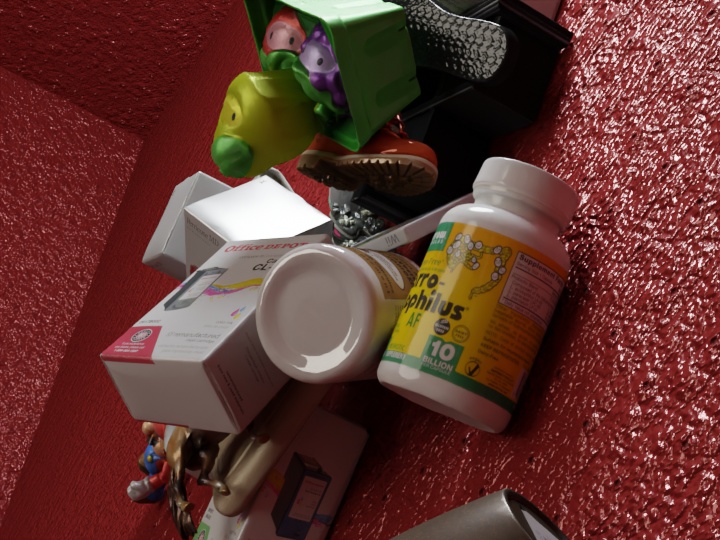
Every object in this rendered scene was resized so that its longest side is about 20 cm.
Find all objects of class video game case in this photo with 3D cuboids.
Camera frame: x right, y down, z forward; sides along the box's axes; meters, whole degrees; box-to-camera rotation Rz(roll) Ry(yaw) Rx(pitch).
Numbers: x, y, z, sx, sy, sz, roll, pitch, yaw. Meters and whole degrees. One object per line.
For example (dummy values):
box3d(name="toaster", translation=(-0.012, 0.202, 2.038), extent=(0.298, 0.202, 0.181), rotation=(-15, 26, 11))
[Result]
box3d(name="video game case", translation=(0.034, -0.033, 1.134), extent=(0.143, 0.018, 0.200), rotation=(-26, 2, -37))

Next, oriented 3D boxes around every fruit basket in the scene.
box3d(name="fruit basket", translation=(-0.068, -0.186, 1.116), extent=(0.216, 0.215, 0.156), rotation=(-98, -5, -59))

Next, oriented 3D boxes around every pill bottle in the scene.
box3d(name="pill bottle", translation=(0.100, 0.017, 0.914), extent=(0.200, 0.113, 0.113), rotation=(-66, 19, -9))
box3d(name="pill bottle", translation=(0.005, 0.038, 1.003), extent=(0.114, 0.114, 0.200), rotation=(-59, -23, 12))

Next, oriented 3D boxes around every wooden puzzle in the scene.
box3d(name="wooden puzzle", translation=(-0.092, 0.127, 1.149), extent=(0.185, 0.037, 0.200), rotation=(-55, 23, 12))

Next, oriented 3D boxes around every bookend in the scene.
box3d(name="bookend", translation=(0.099, -0.153, 1.174), extent=(0.199, 0.092, 0.200), rotation=(-10, 56, 66))

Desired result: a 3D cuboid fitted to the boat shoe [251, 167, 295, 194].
box3d(name="boat shoe", translation=(-0.077, -0.042, 1.388), extent=(0.202, 0.074, 0.086), rotation=(65, 153, 22))

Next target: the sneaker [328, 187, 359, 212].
box3d(name="sneaker", translation=(0.025, -0.126, 1.338), extent=(0.200, 0.078, 0.140), rotation=(-57, 13, 19))

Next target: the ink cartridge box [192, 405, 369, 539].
box3d(name="ink cartridge box", translation=(-0.087, 0.230, 1.165), extent=(0.200, 0.087, 0.145), rotation=(-64, 19, -12))

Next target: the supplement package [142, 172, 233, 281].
box3d(name="supplement package", translation=(-0.164, -0.025, 1.507), extent=(0.121, 0.200, 0.120), rotation=(-12, 53, 67))

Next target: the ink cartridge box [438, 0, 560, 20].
box3d(name="ink cartridge box", translation=(0.105, -0.290, 1.256), extent=(0.200, 0.145, 0.084), rotation=(-17, 52, 65))

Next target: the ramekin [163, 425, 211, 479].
box3d(name="ramekin", translation=(-0.160, 0.171, 1.410), extent=(0.200, 0.105, 0.200), rotation=(-52, 21, 30))

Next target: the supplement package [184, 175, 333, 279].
box3d(name="supplement package", translation=(-0.117, 0.018, 1.292), extent=(0.121, 0.120, 0.200), rotation=(35, 135, 36))

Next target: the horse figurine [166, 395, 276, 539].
box3d(name="horse figurine", translation=(-0.136, 0.155, 1.097), extent=(0.200, 0.050, 0.133), rotation=(-55, 29, 5))

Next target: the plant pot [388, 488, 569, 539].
box3d(name="plant pot", translation=(0.049, 0.235, 0.704), extent=(0.200, 0.187, 0.187), rotation=(-44, 22, 8))

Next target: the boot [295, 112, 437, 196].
box3d(name="boot", translation=(0.016, -0.135, 1.145), extent=(0.200, 0.075, 0.107), rotation=(15, 77, 53))

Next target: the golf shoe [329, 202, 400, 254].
box3d(name="golf shoe", translation=(0.000, 0.000, 1.295), extent=(0.200, 0.077, 0.088), rotation=(-98, 19, -62))

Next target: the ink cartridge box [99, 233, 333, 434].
box3d(name="ink cartridge box", translation=(-0.119, 0.055, 1.071), extent=(0.147, 0.086, 0.200), rotation=(-2, 34, 40))

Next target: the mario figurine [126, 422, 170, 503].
box3d(name="mario figurine", translation=(-0.295, 0.252, 1.647), extent=(0.124, 0.106, 0.200), rotation=(61, 140, 26))

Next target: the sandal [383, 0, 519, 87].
box3d(name="sandal", translation=(0.081, -0.222, 1.115), extent=(0.200, 0.048, 0.075), rotation=(37, 106, 42))
